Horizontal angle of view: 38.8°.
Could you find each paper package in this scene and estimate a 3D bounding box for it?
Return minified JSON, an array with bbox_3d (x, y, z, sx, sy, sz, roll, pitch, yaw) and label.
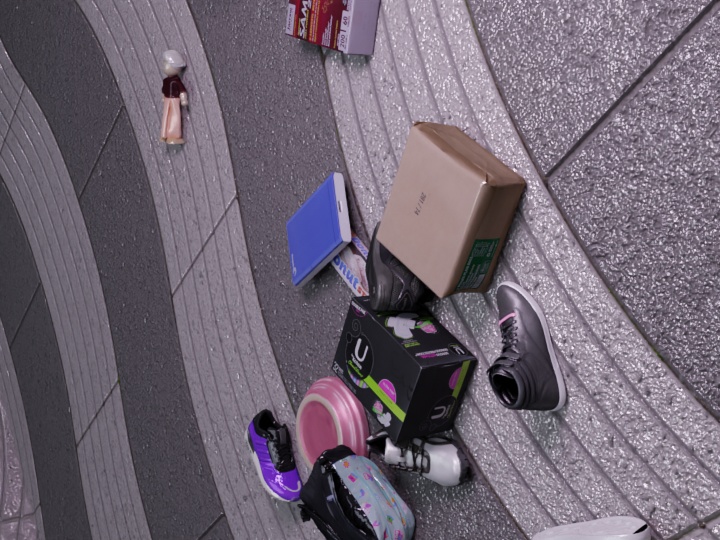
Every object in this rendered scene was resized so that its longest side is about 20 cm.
[{"bbox_3d":[0.134,-0.092,1.554,0.191,0.102,0.203,44,126,41],"label":"paper package"}]

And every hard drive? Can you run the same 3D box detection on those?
[{"bbox_3d":[-0.079,-0.072,1.866,0.200,0.025,0.135,-41,51,53],"label":"hard drive"}]

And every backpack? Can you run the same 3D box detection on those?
[{"bbox_3d":[-0.004,0.414,1.760,0.200,0.125,0.169,47,139,25],"label":"backpack"}]

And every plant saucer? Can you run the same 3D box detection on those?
[{"bbox_3d":[-0.060,0.302,1.896,0.199,0.050,0.205,8,100,53],"label":"plant saucer"}]

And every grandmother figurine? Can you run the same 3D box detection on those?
[{"bbox_3d":[-0.420,-0.388,2.285,0.120,0.060,0.205,15,108,42],"label":"grandmother figurine"}]

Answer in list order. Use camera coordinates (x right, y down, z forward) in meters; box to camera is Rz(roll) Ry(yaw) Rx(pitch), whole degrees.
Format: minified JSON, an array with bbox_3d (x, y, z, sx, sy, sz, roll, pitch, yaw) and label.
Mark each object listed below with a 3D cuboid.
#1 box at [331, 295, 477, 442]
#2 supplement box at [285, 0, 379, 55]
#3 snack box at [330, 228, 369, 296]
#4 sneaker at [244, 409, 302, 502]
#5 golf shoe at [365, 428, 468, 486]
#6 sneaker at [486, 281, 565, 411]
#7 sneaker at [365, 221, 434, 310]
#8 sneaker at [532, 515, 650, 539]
[{"bbox_3d":[0.067,0.151,1.654,0.200,0.122,0.151,44,127,42],"label":"box"},{"bbox_3d":[-0.052,-0.449,1.791,0.199,0.060,0.111,29,117,48],"label":"supplement box"},{"bbox_3d":[0.000,0.000,1.802,0.201,0.024,0.073,51,131,37],"label":"snack box"},{"bbox_3d":[-0.166,0.360,2.026,0.201,0.069,0.100,54,130,34],"label":"sneaker"},{"bbox_3d":[0.089,0.308,1.667,0.198,0.093,0.080,11,102,50],"label":"golf shoe"},{"bbox_3d":[0.219,0.109,1.468,0.071,0.098,0.203,-41,61,48],"label":"sneaker"},{"bbox_3d":[0.068,-0.003,1.686,0.201,0.112,0.077,-99,22,-54],"label":"sneaker"},{"bbox_3d":[0.328,0.421,1.387,0.198,0.080,0.149,-22,84,48],"label":"sneaker"}]
